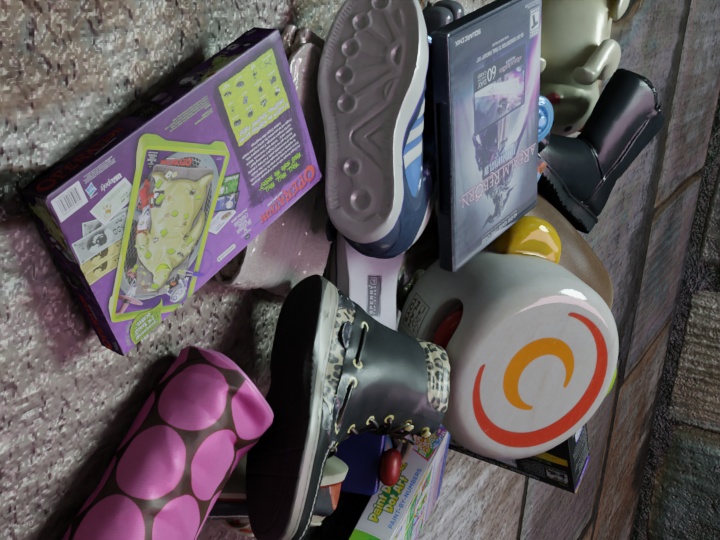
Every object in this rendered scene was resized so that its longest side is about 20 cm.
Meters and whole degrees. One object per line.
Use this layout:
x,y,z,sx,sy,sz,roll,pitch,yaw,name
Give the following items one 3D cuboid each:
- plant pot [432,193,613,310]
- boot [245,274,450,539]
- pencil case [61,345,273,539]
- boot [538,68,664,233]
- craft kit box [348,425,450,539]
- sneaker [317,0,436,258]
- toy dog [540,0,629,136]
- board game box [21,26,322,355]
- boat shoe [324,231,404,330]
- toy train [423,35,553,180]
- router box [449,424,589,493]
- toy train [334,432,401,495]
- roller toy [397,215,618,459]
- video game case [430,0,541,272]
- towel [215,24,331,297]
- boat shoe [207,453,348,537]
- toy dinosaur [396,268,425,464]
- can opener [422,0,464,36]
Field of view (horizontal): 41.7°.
0.161,-0.017,1.043,0.200,0.186,0.188,54,54,-41,plant pot
-0.002,0.121,0.732,0.153,0.073,0.205,27,60,-34,boot
-0.130,0.154,0.634,0.094,0.091,0.201,40,64,-23,pencil case
0.243,-0.153,1.031,0.200,0.076,0.169,34,88,-44,boot
0.036,0.275,1.019,0.201,0.048,0.198,91,24,-53,craft kit box
0.020,-0.110,0.748,0.146,0.080,0.201,21,73,-76,sneaker
0.236,-0.260,1.123,0.194,0.139,0.201,-77,174,-75,toy dog
-0.107,-0.055,0.601,0.200,0.032,0.121,-45,132,-34,board game box
0.000,0.000,0.830,0.072,0.066,0.201,1,90,-33,boat shoe
0.091,-0.132,0.859,0.199,0.087,0.115,23,95,-36,toy train
0.152,0.164,1.062,0.052,0.199,0.158,-59,150,-28,router box
0.012,0.106,0.911,0.116,0.084,0.201,24,74,-79,toy train
0.132,0.067,0.886,0.182,0.140,0.201,-29,121,-8,roller toy
0.107,-0.117,0.781,0.143,0.019,0.201,-36,131,-41,video game case
-0.046,-0.077,0.740,0.132,0.034,0.201,15,90,-63,towel
-0.079,0.185,0.769,0.200,0.071,0.063,13,104,-60,boat shoe
0.077,0.103,0.987,0.047,0.088,0.201,140,-46,-67,toy dinosaur
0.093,-0.160,0.934,0.053,0.067,0.201,-41,139,-50,can opener
